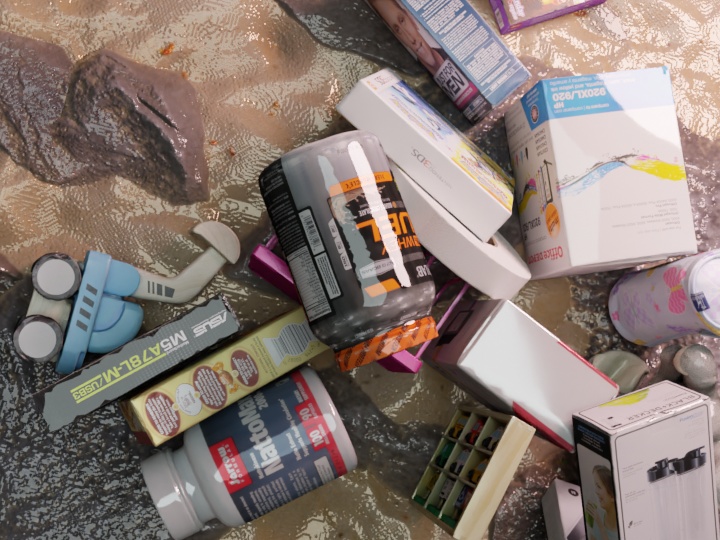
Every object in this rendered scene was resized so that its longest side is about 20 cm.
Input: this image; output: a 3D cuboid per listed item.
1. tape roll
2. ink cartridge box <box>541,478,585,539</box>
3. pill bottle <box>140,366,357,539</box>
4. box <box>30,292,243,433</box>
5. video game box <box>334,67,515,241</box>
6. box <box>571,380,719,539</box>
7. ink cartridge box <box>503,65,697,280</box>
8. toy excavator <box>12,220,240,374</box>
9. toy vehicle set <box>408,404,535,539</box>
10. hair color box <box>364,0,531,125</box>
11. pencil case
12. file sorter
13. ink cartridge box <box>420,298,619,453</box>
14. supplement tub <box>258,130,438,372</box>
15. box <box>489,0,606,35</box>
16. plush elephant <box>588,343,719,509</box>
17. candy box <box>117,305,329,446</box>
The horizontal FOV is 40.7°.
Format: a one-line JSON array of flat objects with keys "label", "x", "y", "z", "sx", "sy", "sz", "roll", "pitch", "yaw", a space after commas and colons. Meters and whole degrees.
[{"label": "tape roll", "x": 0.093, "y": -0.048, "z": 1.010, "sx": 0.203, "sy": 0.203, "sz": 0.037, "roll": 42, "pitch": 104, "yaw": -3}, {"label": "ink cartridge box", "x": 0.295, "y": 0.320, "z": 1.013, "sx": 0.199, "sy": 0.200, "sz": 0.041, "roll": 19, "pitch": 117, "yaw": -6}, {"label": "pill bottle", "x": -0.115, "y": 0.193, "z": 1.000, "sx": 0.200, "sy": 0.120, "sz": 0.120, "roll": -26, "pitch": 89, "yaw": -9}, {"label": "box", "x": -0.211, "y": 0.087, "z": 0.956, "sx": 0.193, "sy": 0.200, "sz": 0.048, "roll": -31, "pitch": 91, "yaw": -10}, {"label": "video game box", "x": 0.076, "y": -0.129, "z": 1.022, "sx": 0.200, "sy": 0.182, "sz": 0.047, "roll": 41, "pitch": 111, "yaw": -3}, {"label": "box", "x": 0.273, "y": 0.217, "z": 0.915, "sx": 0.117, "sy": 0.060, "sz": 0.200, "roll": -16, "pitch": 107, "yaw": -20}, {"label": "ink cartridge box", "x": 0.256, "y": -0.100, "z": 1.059, "sx": 0.145, "sy": 0.147, "sz": 0.200, "roll": -7, "pitch": 86, "yaw": -8}, {"label": "toy excavator", "x": -0.244, "y": 0.023, "z": 1.020, "sx": 0.200, "sy": 0.100, "sz": 0.195, "roll": 17, "pitch": 85, "yaw": -19}, {"label": "toy vehicle set", "x": 0.108, "y": 0.203, "z": 0.990, "sx": 0.026, "sy": 0.200, "sz": 0.124, "roll": 29, "pitch": 81, "yaw": -6}, {"label": "hair color box", "x": 0.091, "y": -0.261, "z": 1.074, "sx": 0.061, "sy": 0.100, "sz": 0.200, "roll": -41, "pitch": 91, "yaw": -7}, {"label": "pencil case", "x": 0.343, "y": 0.033, "z": 1.035, "sx": 0.083, "sy": 0.200, "sz": 0.091, "roll": -24, "pitch": 89, "yaw": -13}, {"label": "file sorter", "x": 0.000, "y": 0.000, "z": 1.022, "sx": 0.200, "sy": 0.139, "sz": 0.125, "roll": 36, "pitch": 80, "yaw": -3}, {"label": "ink cartridge box", "x": 0.156, "y": 0.103, "z": 1.003, "sx": 0.148, "sy": 0.200, "sz": 0.086, "roll": 36, "pitch": 83, "yaw": -3}, {"label": "supplement tub", "x": -0.007, "y": -0.016, "z": 0.892, "sx": 0.122, "sy": 0.123, "sz": 0.200, "roll": -20, "pitch": 86, "yaw": -9}, {"label": "box", "x": 0.198, "y": -0.391, "z": 1.129, "sx": 0.137, "sy": 0.039, "sz": 0.200, "roll": -20, "pitch": 88, "yaw": -9}, {"label": "plush elephant", "x": 0.311, "y": 0.166, "z": 1.049, "sx": 0.155, "sy": 0.200, "sz": 0.165, "roll": -13, "pitch": 87, "yaw": 14}, {"label": "candy box", "x": -0.140, "y": 0.106, "z": 0.986, "sx": 0.200, "sy": 0.115, "sz": 0.055, "roll": -28, "pitch": 91, "yaw": -22}]
